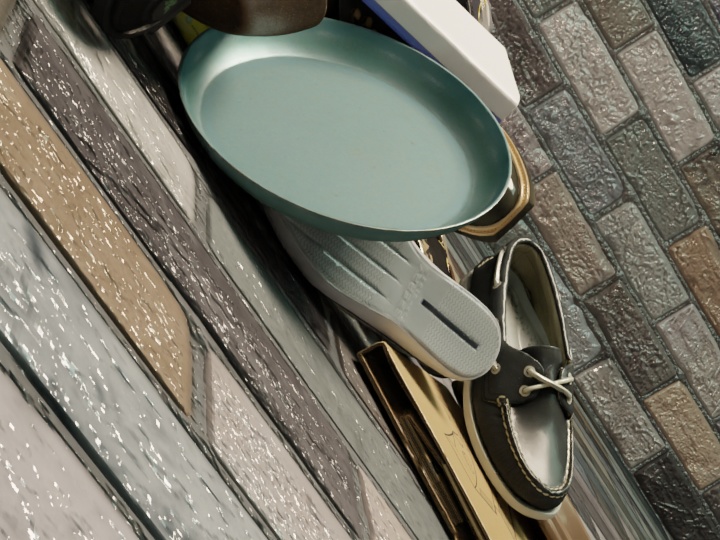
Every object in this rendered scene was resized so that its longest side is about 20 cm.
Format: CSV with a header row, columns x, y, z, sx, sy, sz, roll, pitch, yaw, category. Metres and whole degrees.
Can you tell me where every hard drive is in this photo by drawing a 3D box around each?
x,y,z,sx,sy,sz,roll,pitch,yaw,category
0.020,-0.187,1.027,0.200,0.025,0.132,41,18,-16,hard drive

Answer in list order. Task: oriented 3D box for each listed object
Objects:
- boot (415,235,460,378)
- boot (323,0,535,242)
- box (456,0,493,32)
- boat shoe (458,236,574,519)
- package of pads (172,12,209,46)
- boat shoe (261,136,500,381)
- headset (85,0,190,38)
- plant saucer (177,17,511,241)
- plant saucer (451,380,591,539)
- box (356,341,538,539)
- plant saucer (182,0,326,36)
x,y,z,sx,sy,sz,roll,pitch,yaw,category
0.014,-0.026,1.126,0.202,0.073,0.151,67,9,20,boot
0.021,-0.113,1.013,0.200,0.077,0.138,49,3,36,boot
-0.012,-0.232,1.161,0.049,0.198,0.162,-66,150,-46,box
0.108,0.065,1.044,0.075,0.060,0.202,15,46,-32,boat shoe
-0.075,-0.160,1.066,0.201,0.068,0.155,58,6,-1,package of pads
0.000,0.000,0.966,0.200,0.074,0.067,48,-22,-23,boat shoe
-0.134,-0.161,0.743,0.124,0.094,0.200,52,-7,-13,headset
-0.011,-0.080,0.904,0.198,0.028,0.201,14,38,-12,plant saucer
0.124,0.161,1.124,0.201,0.029,0.200,60,-2,3,plant saucer
0.067,0.132,1.001,0.165,0.021,0.200,61,8,18,box
-0.105,-0.191,0.856,0.200,0.037,0.201,38,-13,10,plant saucer
